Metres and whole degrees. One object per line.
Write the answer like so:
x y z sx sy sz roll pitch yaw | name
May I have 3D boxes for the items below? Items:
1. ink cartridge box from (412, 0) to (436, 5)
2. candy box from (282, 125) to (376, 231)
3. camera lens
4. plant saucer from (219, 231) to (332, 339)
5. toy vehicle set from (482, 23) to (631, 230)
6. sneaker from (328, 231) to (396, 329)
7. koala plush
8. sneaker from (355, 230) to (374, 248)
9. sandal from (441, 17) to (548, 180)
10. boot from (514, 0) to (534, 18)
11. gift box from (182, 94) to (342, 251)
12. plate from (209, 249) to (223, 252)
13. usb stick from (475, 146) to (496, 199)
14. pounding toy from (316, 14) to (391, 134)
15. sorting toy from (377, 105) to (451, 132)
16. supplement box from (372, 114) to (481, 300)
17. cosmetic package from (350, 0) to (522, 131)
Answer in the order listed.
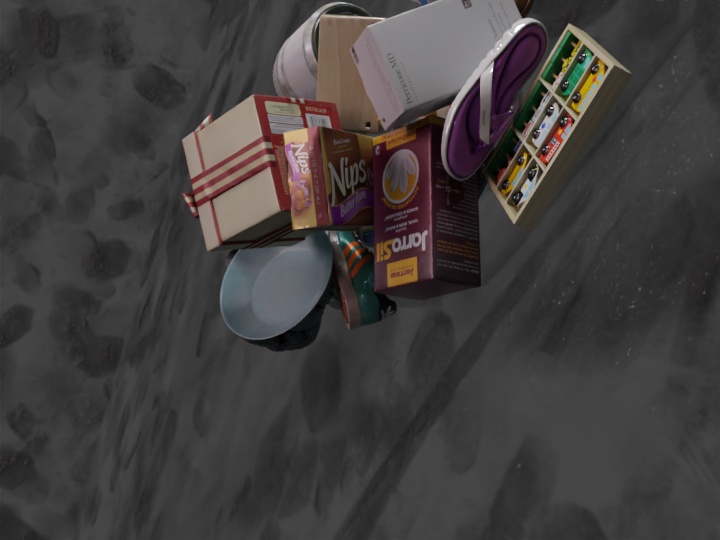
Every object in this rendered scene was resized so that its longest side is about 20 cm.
0.104 -0.489 1.344 0.145 0.084 0.200 -46 28 5 | ink cartridge box
-0.020 -0.110 1.109 0.056 0.199 0.118 -6 89 25 | candy box
-0.055 -0.367 1.569 0.199 0.158 0.162 -15 60 63 | camera lens
-0.118 0.018 1.317 0.199 0.039 0.203 -17 53 24 | plant saucer
0.214 -0.161 0.999 0.201 0.026 0.125 -61 26 25 | toy vehicle set
0.000 0.000 1.297 0.072 0.079 0.202 90 168 -49 | sneaker
-0.085 0.020 1.421 0.199 0.183 0.179 -35 48 23 | koala plush
0.021 -0.092 1.283 0.200 0.104 0.077 -30 47 57 | sneaker
0.157 -0.197 1.025 0.050 0.082 0.204 36 101 53 | sandal
0.165 -0.367 1.192 0.074 0.075 0.200 -67 26 4 | boot
-0.127 -0.140 1.231 0.186 0.183 0.203 -23 73 41 | gift box
-0.161 -0.087 1.441 0.199 0.026 0.200 -36 13 9 | plate
0.118 -0.072 1.143 0.202 0.032 0.056 -63 31 20 | usb stick
0.037 -0.307 1.319 0.200 0.140 0.187 -35 -49 -66 | pounding toy
0.108 -0.276 1.205 0.199 0.106 0.183 1 77 66 | sorting toy
0.080 -0.074 1.097 0.110 0.085 0.203 -14 72 48 | supplement box
0.100 -0.260 1.069 0.114 0.198 0.081 64 160 0 | cosmetic package
